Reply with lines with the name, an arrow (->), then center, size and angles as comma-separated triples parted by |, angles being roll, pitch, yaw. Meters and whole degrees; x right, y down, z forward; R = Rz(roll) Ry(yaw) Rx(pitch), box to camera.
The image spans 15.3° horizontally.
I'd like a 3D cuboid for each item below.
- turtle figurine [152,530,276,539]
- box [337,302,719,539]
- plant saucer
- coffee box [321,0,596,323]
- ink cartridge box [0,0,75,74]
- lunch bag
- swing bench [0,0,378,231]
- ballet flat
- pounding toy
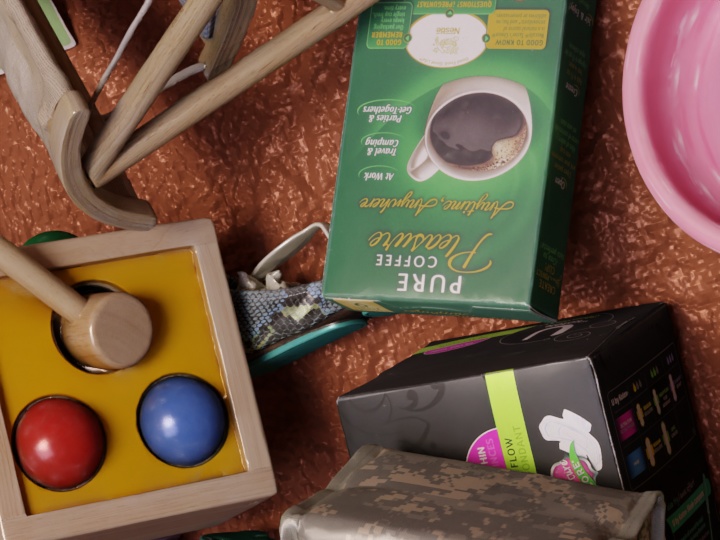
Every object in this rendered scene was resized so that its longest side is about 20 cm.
turtle figurine -> -0.101, 0.244, 1.546 | 0.149, 0.101, 0.201 | 9, 100, 24
box -> 0.098, 0.135, 1.395 | 0.148, 0.124, 0.201 | -12, 98, 27
plant saucer -> 0.224, -0.096, 1.296 | 0.200, 0.051, 0.202 | -10, 71, 33
coffee box -> 0.052, -0.075, 1.382 | 0.122, 0.044, 0.201 | 1, 79, 26
ink cartridge box -> -0.263, -0.201, 1.541 | 0.145, 0.048, 0.200 | -18, 117, 22
lunch bag -> 0.053, 0.202, 1.291 | 0.163, 0.118, 0.201 | 8, 112, 25
swing bench -> -0.126, -0.164, 1.389 | 0.200, 0.130, 0.199 | -42, 59, 18
ballet flat -> 0.000, 0.000, 1.454 | 0.199, 0.074, 0.075 | -20, 92, 26
pounding toy -> -0.159, 0.045, 1.437 | 0.142, 0.183, 0.201 | -33, 69, 63
